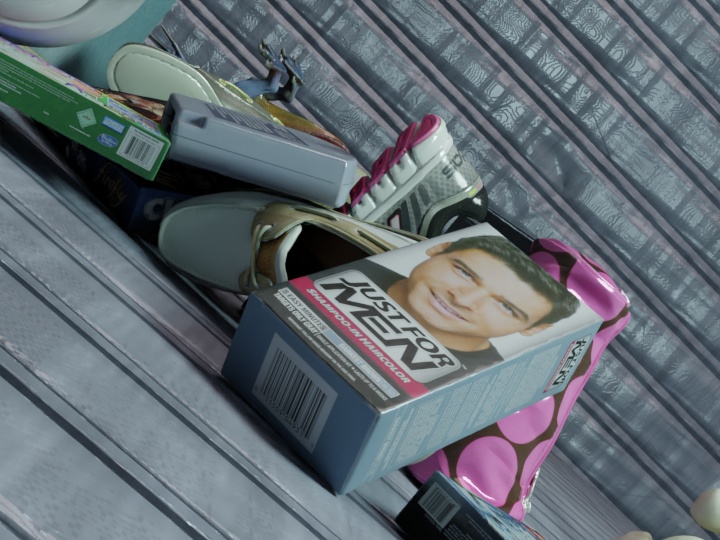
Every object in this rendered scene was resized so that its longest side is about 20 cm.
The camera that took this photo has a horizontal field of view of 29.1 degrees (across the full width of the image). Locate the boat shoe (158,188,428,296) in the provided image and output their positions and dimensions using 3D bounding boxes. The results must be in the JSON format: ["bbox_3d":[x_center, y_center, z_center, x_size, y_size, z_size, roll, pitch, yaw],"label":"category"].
[{"bbox_3d":[-0.045,-0.012,0.892,0.199,0.075,0.068,7,6,16],"label":"boat shoe"}]

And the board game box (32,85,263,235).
[{"bbox_3d":[-0.150,-0.081,1.036,0.135,0.035,0.200,8,24,-39],"label":"board game box"}]

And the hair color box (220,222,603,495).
[{"bbox_3d":[0.033,0.041,0.761,0.099,0.061,0.199,42,36,26],"label":"hair color box"}]

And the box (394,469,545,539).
[{"bbox_3d":[0.118,0.196,0.720,0.200,0.040,0.137,43,3,40],"label":"box"}]

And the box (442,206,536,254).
[{"bbox_3d":[0.107,0.059,1.265,0.104,0.200,0.148,39,2,-37],"label":"box"}]

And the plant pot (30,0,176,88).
[{"bbox_3d":[-0.285,-0.265,1.155,0.196,0.196,0.200,41,10,9],"label":"plant pot"}]

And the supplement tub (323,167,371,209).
[{"bbox_3d":[-0.016,-0.011,1.244,0.145,0.145,0.200,40,2,-36],"label":"supplement tub"}]

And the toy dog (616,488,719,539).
[{"bbox_3d":[0.222,0.239,0.875,0.200,0.139,0.195,42,37,-49],"label":"toy dog"}]

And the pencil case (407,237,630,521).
[{"bbox_3d":[0.116,0.080,0.974,0.093,0.201,0.091,29,-6,9],"label":"pencil case"}]

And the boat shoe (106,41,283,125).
[{"bbox_3d":[-0.132,-0.131,1.185,0.201,0.072,0.060,35,22,-28],"label":"boat shoe"}]

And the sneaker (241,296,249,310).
[{"bbox_3d":[0.000,0.000,1.080,0.082,0.200,0.078,48,-31,5],"label":"sneaker"}]

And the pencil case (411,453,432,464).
[{"bbox_3d":[0.021,0.074,0.908,0.077,0.090,0.200,11,5,1],"label":"pencil case"}]

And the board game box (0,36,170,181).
[{"bbox_3d":[-0.217,-0.123,0.881,0.199,0.029,0.135,28,5,-14],"label":"board game box"}]

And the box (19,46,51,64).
[{"bbox_3d":[-0.262,-0.152,1.094,0.041,0.039,0.200,43,2,35],"label":"box"}]

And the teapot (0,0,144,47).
[{"bbox_3d":[-0.213,-0.230,0.932,0.198,0.199,0.146,56,8,-28],"label":"teapot"}]

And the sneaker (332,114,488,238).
[{"bbox_3d":[0.013,-0.010,0.969,0.087,0.200,0.074,41,12,-11],"label":"sneaker"}]

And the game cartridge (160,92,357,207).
[{"bbox_3d":[-0.071,-0.085,0.969,0.132,0.041,0.200,12,8,-11],"label":"game cartridge"}]

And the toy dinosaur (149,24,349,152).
[{"bbox_3d":[-0.142,-0.139,1.247,0.201,0.181,0.105,57,16,-1],"label":"toy dinosaur"}]
